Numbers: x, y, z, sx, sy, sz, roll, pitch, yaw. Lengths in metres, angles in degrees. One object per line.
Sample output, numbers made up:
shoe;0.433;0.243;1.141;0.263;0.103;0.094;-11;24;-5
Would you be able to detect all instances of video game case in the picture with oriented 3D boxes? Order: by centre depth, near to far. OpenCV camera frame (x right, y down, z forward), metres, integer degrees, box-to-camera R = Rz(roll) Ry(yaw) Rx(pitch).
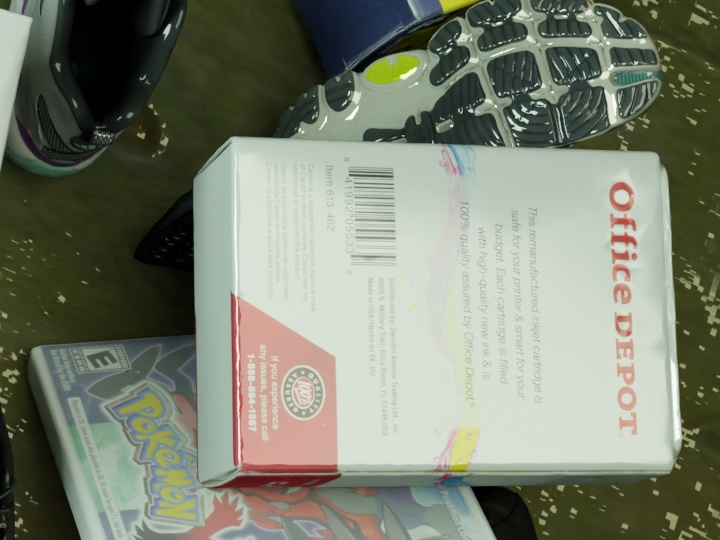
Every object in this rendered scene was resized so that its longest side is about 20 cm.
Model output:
video game case;-0.041;0.098;1.164;0.182;0.200;0.023;-4;130;-21

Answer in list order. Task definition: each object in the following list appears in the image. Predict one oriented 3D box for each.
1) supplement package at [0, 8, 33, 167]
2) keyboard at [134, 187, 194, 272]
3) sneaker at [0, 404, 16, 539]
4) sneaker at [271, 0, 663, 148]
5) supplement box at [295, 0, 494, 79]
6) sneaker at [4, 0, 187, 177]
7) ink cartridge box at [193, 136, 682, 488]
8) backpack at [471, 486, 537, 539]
supplement package;-0.262;-0.070;1.082;0.199;0.156;0.111;15;78;-23
keyboard;0.000;0.000;1.228;0.199;0.104;0.040;9;60;-24
sneaker;-0.185;0.115;1.138;0.076;0.091;0.201;-10;91;-28
sneaker;0.054;-0.076;1.223;0.080;0.200;0.078;19;61;-58
supplement box;0.067;-0.186;1.271;0.200;0.109;0.110;-23;88;-25
sneaker;-0.113;-0.147;1.169;0.078;0.140;0.201;4;84;-25
ink cartridge box;0.032;0.023;1.141;0.199;0.083;0.146;2;79;-16
backpack;0.037;0.217;1.214;0.167;0.126;0.201;-19;98;-31
